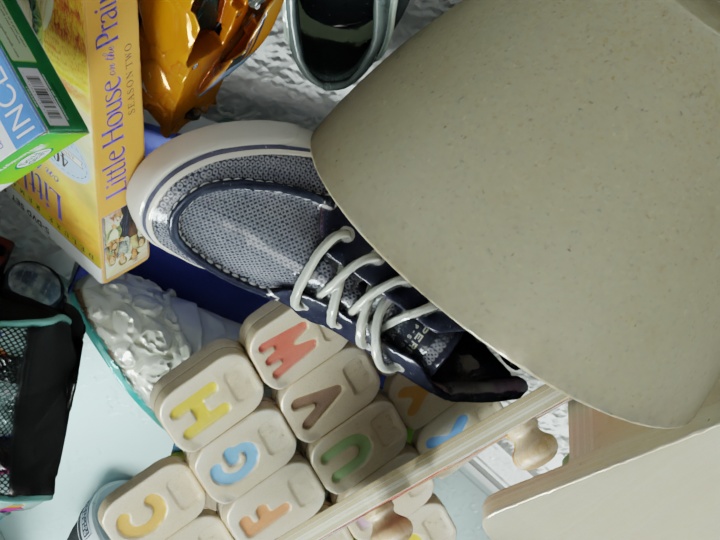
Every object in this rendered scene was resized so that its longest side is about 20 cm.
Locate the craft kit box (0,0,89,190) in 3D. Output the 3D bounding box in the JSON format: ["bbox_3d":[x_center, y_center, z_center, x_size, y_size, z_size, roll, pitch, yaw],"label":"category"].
[{"bbox_3d":[-0.234,-0.088,0.947,0.197,0.201,0.048,-30,174,16],"label":"craft kit box"}]

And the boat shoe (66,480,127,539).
[{"bbox_3d":[-0.075,0.188,1.381,0.199,0.074,0.068,21,140,-13],"label":"boat shoe"}]

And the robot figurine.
[{"bbox_3d":[-0.077,-0.153,0.960,0.145,0.058,0.200,42,141,11],"label":"robot figurine"}]

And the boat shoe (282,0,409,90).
[{"bbox_3d":[0.006,-0.153,0.968,0.072,0.062,0.200,12,140,-5],"label":"boat shoe"}]

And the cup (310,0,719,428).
[{"bbox_3d":[0.101,-0.053,0.997,0.200,0.201,0.143,28,110,-24],"label":"cup"}]

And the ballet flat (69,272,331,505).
[{"bbox_3d":[-0.066,0.063,1.168,0.071,0.072,0.200,-16,125,25],"label":"ballet flat"}]

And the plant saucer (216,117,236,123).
[{"bbox_3d":[0.007,-0.019,1.164,0.199,0.019,0.070,20,139,-16],"label":"plant saucer"}]

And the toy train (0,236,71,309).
[{"bbox_3d":[-0.216,0.053,1.240,0.114,0.085,0.200,25,138,-6],"label":"toy train"}]

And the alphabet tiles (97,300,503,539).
[{"bbox_3d":[-0.022,0.095,1.148,0.195,0.015,0.200,-34,133,-8],"label":"alphabet tiles"}]

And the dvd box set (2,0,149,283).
[{"bbox_3d":[-0.144,-0.107,0.998,0.146,0.029,0.201,42,149,29],"label":"dvd box set"}]

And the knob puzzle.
[{"bbox_3d":[0.035,0.096,1.080,0.219,0.219,0.031,-33,84,38],"label":"knob puzzle"}]

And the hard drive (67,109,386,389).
[{"bbox_3d":[-0.028,-0.004,1.154,0.199,0.025,0.132,17,139,-11],"label":"hard drive"}]

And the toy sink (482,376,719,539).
[{"bbox_3d":[0.172,0.078,1.182,0.199,0.112,0.130,-26,131,27],"label":"toy sink"}]

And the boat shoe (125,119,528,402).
[{"bbox_3d":[0.000,0.000,1.026,0.199,0.093,0.075,10,124,-36],"label":"boat shoe"}]

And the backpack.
[{"bbox_3d":[-0.233,0.070,1.069,0.199,0.154,0.176,12,177,-9],"label":"backpack"}]

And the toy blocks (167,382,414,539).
[{"bbox_3d":[-0.048,0.116,1.290,0.136,0.100,0.200,20,139,3],"label":"toy blocks"}]
